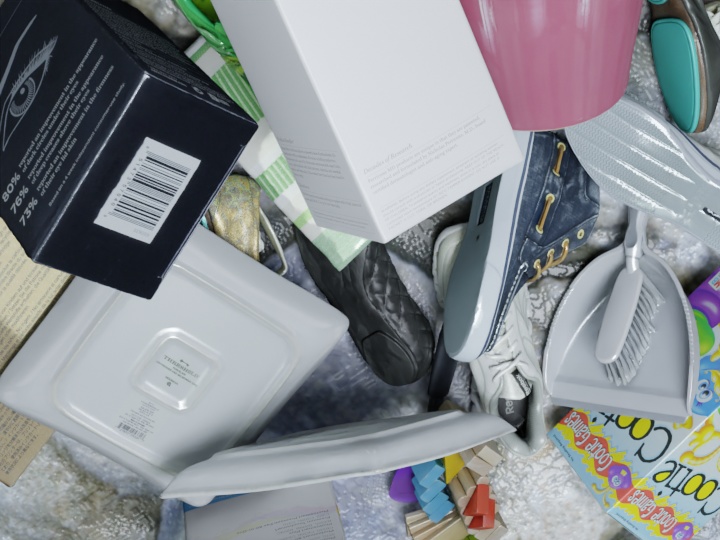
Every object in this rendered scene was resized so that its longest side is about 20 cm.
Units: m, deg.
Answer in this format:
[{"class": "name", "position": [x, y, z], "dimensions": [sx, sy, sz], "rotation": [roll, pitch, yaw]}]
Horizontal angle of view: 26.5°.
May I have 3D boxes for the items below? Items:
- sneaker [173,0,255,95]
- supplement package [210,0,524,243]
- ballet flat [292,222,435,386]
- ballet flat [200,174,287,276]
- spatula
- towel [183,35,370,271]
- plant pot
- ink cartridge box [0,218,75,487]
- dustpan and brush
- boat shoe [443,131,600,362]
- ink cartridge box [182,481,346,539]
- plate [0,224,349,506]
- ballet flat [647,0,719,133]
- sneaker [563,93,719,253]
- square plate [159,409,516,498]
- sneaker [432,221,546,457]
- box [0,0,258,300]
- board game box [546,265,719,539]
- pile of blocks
[{"class": "sneaker", "position": [-0.072, -0.164, 1.083], "dimensions": [0.200, 0.084, 0.074], "rotation": [40, 98, -5]}, {"class": "supplement package", "position": [0.000, -0.138, 1.010], "dimensions": [0.119, 0.121, 0.201], "rotation": [-31, 109, -17]}, {"class": "ballet flat", "position": [0.000, 0.000, 1.206], "dimensions": [0.066, 0.057, 0.201], "rotation": [-17, 107, 27]}, {"class": "ballet flat", "position": [-0.085, 0.021, 1.187], "dimensions": [0.070, 0.071, 0.201], "rotation": [-11, 110, -4]}, {"class": "spatula", "position": [0.061, 0.116, 1.233], "dimensions": [0.056, 0.021, 0.201], "rotation": [-1, 122, -14]}, {"class": "towel", "position": [-0.030, -0.124, 1.142], "dimensions": [0.152, 0.023, 0.200], "rotation": [-43, 96, 7]}, {"class": "plant pot", "position": [0.121, -0.207, 1.080], "dimensions": [0.199, 0.200, 0.180], "rotation": [-13, 126, -4]}, {"class": "ink cartridge box", "position": [-0.272, 0.036, 1.157], "dimensions": [0.164, 0.075, 0.200], "rotation": [37, 101, -16]}, {"class": "dustpan and brush", "position": [0.216, 0.010, 1.213], "dimensions": [0.057, 0.139, 0.201], "rotation": [32, 70, -44]}, {"class": "boat shoe", "position": [0.128, -0.017, 1.161], "dimensions": [0.090, 0.071, 0.201], "rotation": [20, 72, -16]}, {"class": "ink cartridge box", "position": [-0.064, 0.255, 1.193], "dimensions": [0.124, 0.200, 0.129], "rotation": [-13, 109, -3]}, {"class": "plate", "position": [-0.138, 0.070, 1.134], "dimensions": [0.199, 0.032, 0.200], "rotation": [33, 104, -25]}, {"class": "ballet flat", "position": [0.247, -0.204, 1.156], "dimensions": [0.068, 0.068, 0.201], "rotation": [-27, 111, -11]}, {"class": "sneaker", "position": [0.240, -0.075, 1.179], "dimensions": [0.200, 0.071, 0.073], "rotation": [37, 114, -7]}, {"class": "square plate", "position": [-0.015, 0.133, 1.131], "dimensions": [0.199, 0.198, 0.029], "rotation": [-11, 88, 34]}, {"class": "sneaker", "position": [0.111, 0.057, 1.216], "dimensions": [0.075, 0.081, 0.201], "rotation": [-18, 109, 0]}, {"class": "box", "position": [-0.186, -0.100, 1.048], "dimensions": [0.104, 0.200, 0.148], "rotation": [22, 108, -44]}, {"class": "board game box", "position": [0.269, 0.114, 1.230], "dimensions": [0.200, 0.105, 0.103], "rotation": [-46, 130, 8]}, {"class": "pile of blocks", "position": [0.081, 0.202, 1.244], "dimensions": [0.082, 0.062, 0.201], "rotation": [-17, 126, -8]}]
